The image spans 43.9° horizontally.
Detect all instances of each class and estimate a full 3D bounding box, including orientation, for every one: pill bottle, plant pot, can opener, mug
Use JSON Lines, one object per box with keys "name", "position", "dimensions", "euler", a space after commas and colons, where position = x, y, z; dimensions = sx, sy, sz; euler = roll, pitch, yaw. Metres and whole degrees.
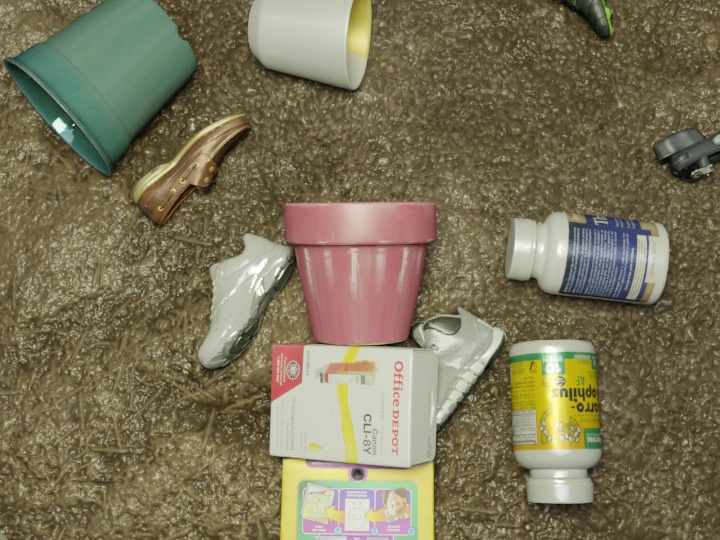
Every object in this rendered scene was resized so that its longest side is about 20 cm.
{"name": "pill bottle", "position": [0.299, -0.019, 1.196], "dimensions": [0.199, 0.111, 0.112], "euler": [6, 79, 2]}
{"name": "plant pot", "position": [0.000, 0.000, 1.169], "dimensions": [0.199, 0.200, 0.180], "euler": [0, 93, 1]}
{"name": "can opener", "position": [0.515, -0.183, 1.248], "dimensions": [0.199, 0.063, 0.079], "euler": [-21, 78, -2]}
{"name": "pill bottle", "position": [0.252, 0.195, 1.154], "dimensions": [0.112, 0.113, 0.201], "euler": [-1, 78, 1]}
{"name": "mug", "position": [-0.069, -0.343, 1.275], "dimensions": [0.152, 0.187, 0.150], "euler": [8, 111, 12]}
{"name": "plant pot", "position": [-0.344, -0.271, 1.229], "dimensions": [0.200, 0.200, 0.196], "euler": [41, 75, 8]}

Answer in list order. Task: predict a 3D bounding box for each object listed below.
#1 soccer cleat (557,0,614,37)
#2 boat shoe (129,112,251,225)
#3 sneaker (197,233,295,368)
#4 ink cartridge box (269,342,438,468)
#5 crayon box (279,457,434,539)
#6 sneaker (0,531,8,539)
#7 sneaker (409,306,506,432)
{"name": "soccer cleat", "position": [0.302, -0.417, 1.306], "dimensions": [0.081, 0.067, 0.201], "euler": [-29, 78, 14]}
{"name": "boat shoe", "position": [-0.229, -0.142, 1.257], "dimensions": [0.200, 0.072, 0.068], "euler": [-39, 86, 0]}
{"name": "sneaker", "position": [-0.174, 0.038, 1.222], "dimensions": [0.099, 0.078, 0.201], "euler": [27, 71, 13]}
{"name": "ink cartridge box", "position": [-0.010, 0.167, 1.136], "dimensions": [0.199, 0.083, 0.146], "euler": [0, 85, 25]}
{"name": "crayon box", "position": [-0.003, 0.332, 1.160], "dimensions": [0.199, 0.058, 0.174], "euler": [1, 80, 2]}
{"name": "sneaker", "position": [-0.480, 0.413, 1.145], "dimensions": [0.105, 0.076, 0.200], "euler": [-41, 81, -6]}
{"name": "sneaker", "position": [0.096, 0.133, 1.197], "dimensions": [0.115, 0.075, 0.200], "euler": [37, 72, 13]}
